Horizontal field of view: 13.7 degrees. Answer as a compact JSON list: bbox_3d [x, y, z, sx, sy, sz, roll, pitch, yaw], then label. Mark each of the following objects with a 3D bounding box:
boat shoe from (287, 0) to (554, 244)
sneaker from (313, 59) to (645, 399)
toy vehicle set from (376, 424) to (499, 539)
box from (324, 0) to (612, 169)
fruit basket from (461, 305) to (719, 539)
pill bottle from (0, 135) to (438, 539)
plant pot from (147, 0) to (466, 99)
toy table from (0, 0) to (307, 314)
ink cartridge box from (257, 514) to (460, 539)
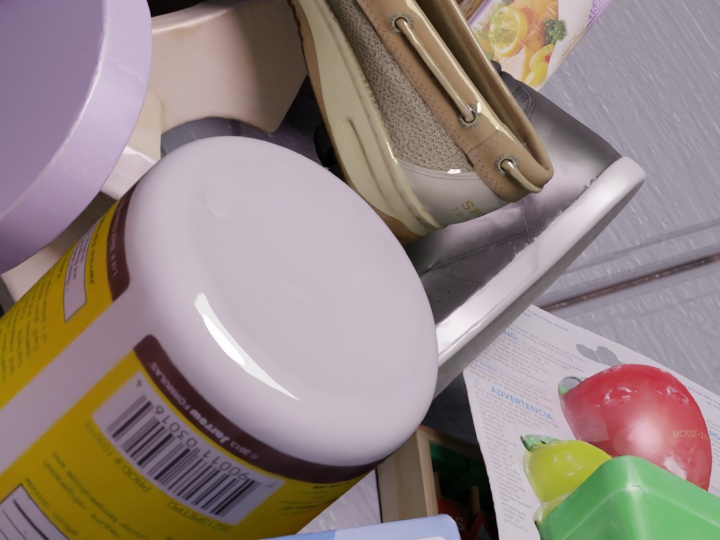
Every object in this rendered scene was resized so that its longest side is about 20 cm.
[{"bbox_3d":[0.003,-0.112,1.001,0.202,0.063,0.073,71,20,1],"label":"boat shoe"},{"bbox_3d":[0.000,0.000,1.092,0.099,0.200,0.071,46,-7,8],"label":"sneaker"},{"bbox_3d":[0.096,0.143,1.161,0.199,0.026,0.125,21,44,-33],"label":"toy vehicle set"},{"bbox_3d":[0.031,-0.059,1.152,0.039,0.200,0.041,41,-4,-14],"label":"box"},{"bbox_3d":[0.109,0.097,1.141,0.185,0.094,0.200,26,26,-29],"label":"fruit basket"},{"bbox_3d":[-0.074,0.055,0.915,0.109,0.200,0.110,27,41,-27],"label":"pill bottle"},{"bbox_3d":[-0.025,-0.151,1.186,0.175,0.199,0.201,43,30,-46],"label":"plant pot"},{"bbox_3d":[-0.094,-0.035,1.013,0.117,0.184,0.200,31,6,-32],"label":"toy table"},{"bbox_3d":[-0.060,0.151,0.813,0.199,0.076,0.137,-7,65,-17],"label":"ink cartridge box"}]
